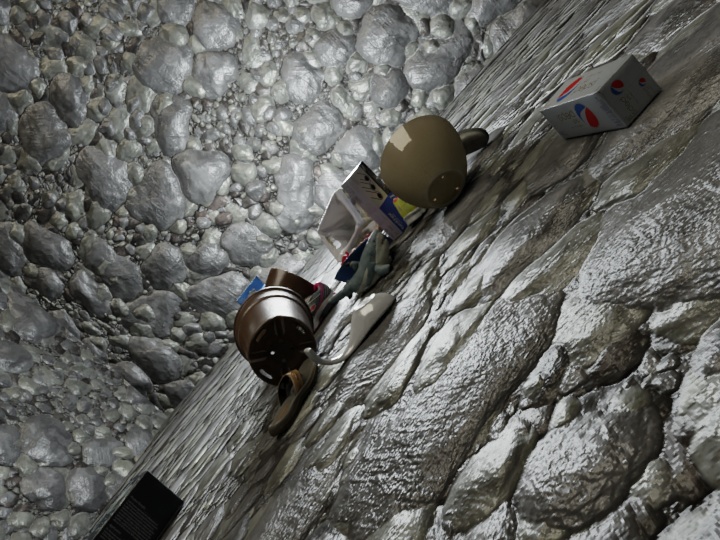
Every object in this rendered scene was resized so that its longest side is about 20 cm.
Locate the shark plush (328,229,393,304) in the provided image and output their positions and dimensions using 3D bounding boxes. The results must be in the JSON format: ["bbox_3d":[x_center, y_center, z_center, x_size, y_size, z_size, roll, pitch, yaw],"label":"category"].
[{"bbox_3d":[0.000,0.000,1.404,0.200,0.083,0.091,-44,10,27],"label":"shark plush"}]

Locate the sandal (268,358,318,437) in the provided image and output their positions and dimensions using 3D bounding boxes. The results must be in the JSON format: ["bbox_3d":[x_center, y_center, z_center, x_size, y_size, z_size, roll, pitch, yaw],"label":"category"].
[{"bbox_3d":[-0.138,0.234,1.170,0.082,0.054,0.201,-41,12,38],"label":"sandal"}]

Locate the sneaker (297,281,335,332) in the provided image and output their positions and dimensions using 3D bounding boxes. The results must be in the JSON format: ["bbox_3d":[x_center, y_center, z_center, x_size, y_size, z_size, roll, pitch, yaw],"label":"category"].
[{"bbox_3d":[-0.141,0.121,1.619,0.201,0.074,0.080,-55,11,-31],"label":"sneaker"}]

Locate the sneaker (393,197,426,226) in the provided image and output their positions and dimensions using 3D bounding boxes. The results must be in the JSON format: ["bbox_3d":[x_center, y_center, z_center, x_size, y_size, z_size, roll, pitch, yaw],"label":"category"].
[{"bbox_3d":[0.144,-0.203,1.551,0.078,0.090,0.201,-42,10,41],"label":"sneaker"}]

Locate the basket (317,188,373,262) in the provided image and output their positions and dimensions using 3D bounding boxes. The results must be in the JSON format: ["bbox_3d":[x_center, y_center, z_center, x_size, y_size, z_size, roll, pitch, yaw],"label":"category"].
[{"bbox_3d":[-0.027,-0.145,1.808,0.122,0.137,0.201,-25,-22,-36],"label":"basket"}]

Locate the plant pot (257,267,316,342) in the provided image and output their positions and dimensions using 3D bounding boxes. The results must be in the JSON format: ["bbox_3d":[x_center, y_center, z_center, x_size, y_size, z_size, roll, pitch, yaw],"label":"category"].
[{"bbox_3d":[-0.218,0.128,1.711,0.204,0.184,0.186,-65,13,-15],"label":"plant pot"}]

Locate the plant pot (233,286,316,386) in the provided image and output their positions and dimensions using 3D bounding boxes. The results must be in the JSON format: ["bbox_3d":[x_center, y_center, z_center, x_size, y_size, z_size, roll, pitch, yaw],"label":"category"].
[{"bbox_3d":[-0.185,0.155,1.363,0.201,0.200,0.198,-48,17,-4],"label":"plant pot"}]

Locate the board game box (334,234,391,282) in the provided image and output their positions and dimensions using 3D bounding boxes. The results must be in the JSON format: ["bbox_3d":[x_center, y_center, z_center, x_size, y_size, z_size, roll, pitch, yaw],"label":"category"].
[{"bbox_3d":[-0.005,-0.042,1.488,0.158,0.039,0.200,-46,-16,8],"label":"board game box"}]

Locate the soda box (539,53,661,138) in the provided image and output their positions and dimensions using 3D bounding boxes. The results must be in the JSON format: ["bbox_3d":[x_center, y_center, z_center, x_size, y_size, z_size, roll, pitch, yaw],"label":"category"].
[{"bbox_3d":[0.333,-0.242,0.860,0.068,0.064,0.200,-47,9,2],"label":"soda box"}]

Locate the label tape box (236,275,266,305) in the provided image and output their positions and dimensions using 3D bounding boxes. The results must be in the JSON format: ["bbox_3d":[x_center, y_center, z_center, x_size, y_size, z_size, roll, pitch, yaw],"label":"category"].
[{"bbox_3d":[-0.278,0.112,1.920,0.066,0.200,0.144,-37,13,36],"label":"label tape box"}]

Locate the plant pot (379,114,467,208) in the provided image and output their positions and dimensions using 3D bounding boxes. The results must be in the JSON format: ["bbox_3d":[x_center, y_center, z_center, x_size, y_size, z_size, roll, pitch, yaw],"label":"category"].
[{"bbox_3d":[0.156,-0.215,1.318,0.200,0.199,0.136,-45,44,16],"label":"plant pot"}]

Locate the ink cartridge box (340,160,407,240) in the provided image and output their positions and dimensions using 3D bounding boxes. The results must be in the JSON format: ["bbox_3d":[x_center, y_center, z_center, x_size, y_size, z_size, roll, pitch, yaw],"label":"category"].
[{"bbox_3d":[0.046,-0.184,1.583,0.044,0.200,0.095,-36,13,42],"label":"ink cartridge box"}]

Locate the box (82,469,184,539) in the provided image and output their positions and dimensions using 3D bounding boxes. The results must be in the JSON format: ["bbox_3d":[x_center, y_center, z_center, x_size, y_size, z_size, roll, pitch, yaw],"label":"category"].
[{"bbox_3d":[-0.534,0.592,1.389,0.199,0.124,0.198,-37,12,51],"label":"box"}]

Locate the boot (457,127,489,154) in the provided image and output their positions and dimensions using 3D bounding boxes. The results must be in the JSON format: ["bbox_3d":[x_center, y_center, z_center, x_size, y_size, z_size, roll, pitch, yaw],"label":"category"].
[{"bbox_3d":[0.224,-0.263,1.481,0.196,0.068,0.133,-15,50,31],"label":"boot"}]

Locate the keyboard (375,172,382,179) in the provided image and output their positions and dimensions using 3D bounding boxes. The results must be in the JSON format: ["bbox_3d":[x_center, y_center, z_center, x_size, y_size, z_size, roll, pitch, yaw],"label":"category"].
[{"bbox_3d":[0.140,-0.245,1.565,0.056,0.194,0.011,-53,-36,-69],"label":"keyboard"}]

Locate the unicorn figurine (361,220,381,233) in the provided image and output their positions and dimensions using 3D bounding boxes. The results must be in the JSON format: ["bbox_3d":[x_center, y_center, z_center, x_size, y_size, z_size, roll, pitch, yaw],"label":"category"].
[{"bbox_3d":[0.061,-0.123,1.668,0.202,0.073,0.137,-55,6,-22],"label":"unicorn figurine"}]

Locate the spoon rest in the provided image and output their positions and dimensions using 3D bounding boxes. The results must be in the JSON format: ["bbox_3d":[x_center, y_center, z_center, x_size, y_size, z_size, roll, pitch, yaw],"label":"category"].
[{"bbox_3d":[-0.011,0.111,1.122,0.199,0.061,0.099,-37,6,-18],"label":"spoon rest"}]
